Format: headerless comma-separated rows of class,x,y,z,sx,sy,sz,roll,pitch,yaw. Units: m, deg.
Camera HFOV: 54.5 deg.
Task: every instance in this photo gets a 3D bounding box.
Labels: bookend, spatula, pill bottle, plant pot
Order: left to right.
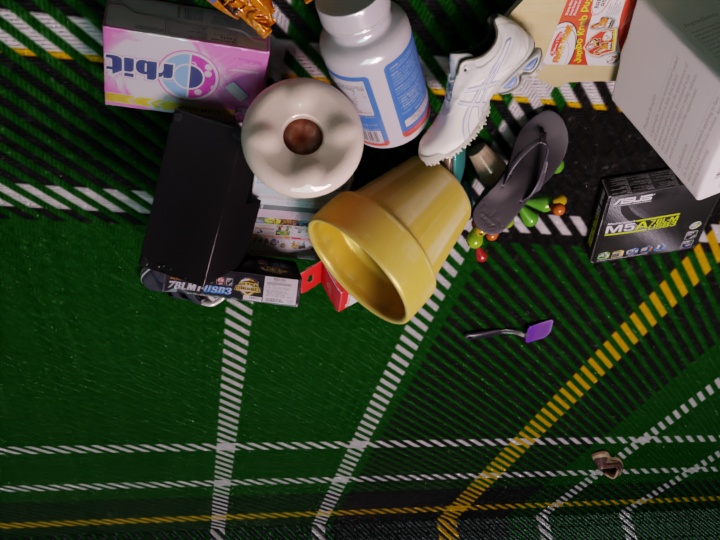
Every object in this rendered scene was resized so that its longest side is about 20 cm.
bookend,-0.195,-0.103,0.941,0.091,0.199,0.202,18,103,4
pill bottle,0.015,-0.254,0.846,0.111,0.113,0.201,-13,145,9
plant pot,0.055,-0.058,1.021,0.189,0.200,0.202,-44,151,-19
spatula,0.326,0.139,1.541,0.197,0.021,0.057,-3,133,-1

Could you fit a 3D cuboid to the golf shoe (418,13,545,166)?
golf shoe,0.128,-0.226,0.869,0.097,0.079,0.200,34,105,-31

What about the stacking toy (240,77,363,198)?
stacking toy,-0.075,-0.142,0.900,0.144,0.148,0.200,-2,170,-6

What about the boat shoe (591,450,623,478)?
boat shoe,0.830,0.660,2.330,0.072,0.073,0.200,-24,142,24

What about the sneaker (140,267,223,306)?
sneaker,-0.292,0.018,1.218,0.197,0.080,0.079,-10,147,8

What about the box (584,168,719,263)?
box,0.504,-0.096,1.213,0.197,0.048,0.194,-8,148,1

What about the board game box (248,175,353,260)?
board game box,-0.102,-0.101,1.091,0.146,0.065,0.201,4,143,-13

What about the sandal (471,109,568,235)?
sandal,0.238,-0.138,1.017,0.076,0.043,0.201,31,97,-3

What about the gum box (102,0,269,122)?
gum box,-0.206,-0.253,0.850,0.197,0.067,0.114,4,143,-16

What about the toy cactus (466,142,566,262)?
toy cactus,0.224,-0.121,1.076,0.199,0.103,0.165,-39,114,11

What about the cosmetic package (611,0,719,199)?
cosmetic package,0.438,-0.231,0.841,0.163,0.201,0.166,-20,148,-7

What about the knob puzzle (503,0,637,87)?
knob puzzle,0.271,-0.316,0.871,0.217,0.031,0.221,-5,146,-3

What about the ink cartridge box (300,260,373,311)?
ink cartridge box,0.000,0.000,1.161,0.198,0.068,0.116,-28,165,-12

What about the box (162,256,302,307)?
box,-0.195,0.006,1.088,0.196,0.050,0.200,9,-173,-9

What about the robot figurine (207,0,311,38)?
robot figurine,-0.140,-0.345,0.735,0.144,0.059,0.199,-29,140,27

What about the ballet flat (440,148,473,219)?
ballet flat,0.130,-0.139,1.077,0.066,0.069,0.201,10,149,21
